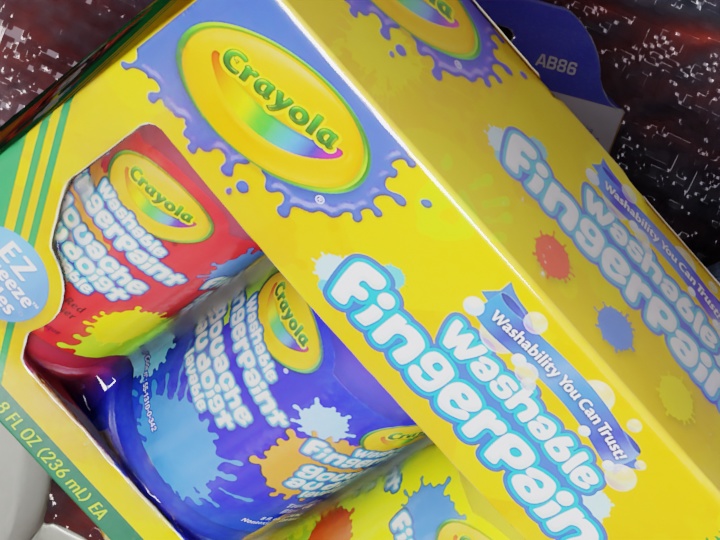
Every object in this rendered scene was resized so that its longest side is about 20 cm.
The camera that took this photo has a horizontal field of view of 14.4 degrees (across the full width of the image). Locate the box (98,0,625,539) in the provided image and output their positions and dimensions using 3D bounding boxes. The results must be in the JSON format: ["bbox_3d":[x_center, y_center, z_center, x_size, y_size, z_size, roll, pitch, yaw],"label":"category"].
[{"bbox_3d":[0.000,0.000,0.890,0.119,0.041,0.200,13,105,-24],"label":"box"}]

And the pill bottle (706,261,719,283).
[{"bbox_3d":[0.124,0.049,0.857,0.200,0.109,0.109,-26,96,11],"label":"pill bottle"}]

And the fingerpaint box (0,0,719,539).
[{"bbox_3d":[-0.005,0.019,0.756,0.167,0.073,0.200,-33,104,36],"label":"fingerpaint box"}]

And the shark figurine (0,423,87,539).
[{"bbox_3d":[-0.129,0.050,0.834,0.128,0.090,0.215,26,135,22],"label":"shark figurine"}]
